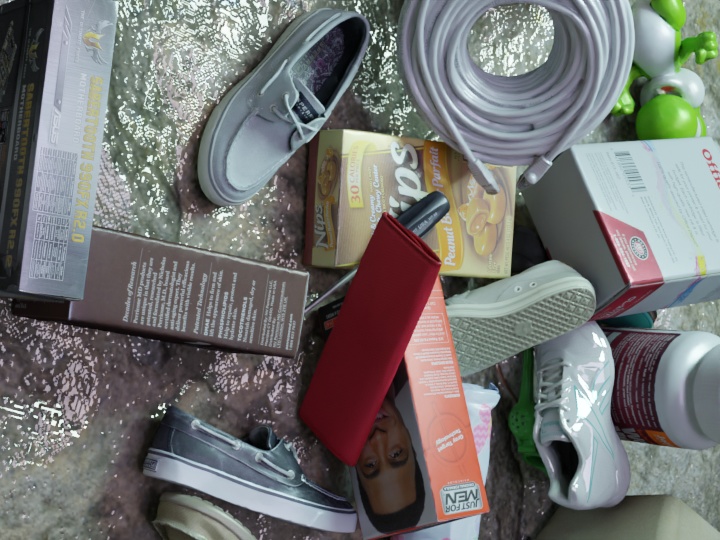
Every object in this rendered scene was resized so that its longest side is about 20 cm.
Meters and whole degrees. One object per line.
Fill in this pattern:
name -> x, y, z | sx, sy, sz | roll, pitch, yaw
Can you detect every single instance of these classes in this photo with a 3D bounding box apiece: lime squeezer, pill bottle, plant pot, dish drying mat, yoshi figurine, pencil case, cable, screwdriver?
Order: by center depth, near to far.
dish drying mat -> 0.007, 0.057, 1.155 | 0.018, 0.077, 0.201 | -1, 124, -42
screwdriver -> 0.000, 0.000, 1.179 | 0.200, 0.028, 0.029 | -42, 146, -19
cable -> 0.129, -0.189, 1.196 | 0.200, 0.069, 0.200 | -38, 109, 17
pencil case -> 0.070, 0.194, 1.260 | 0.082, 0.091, 0.202 | 7, 83, 6
plant pot -> 0.258, 0.320, 1.344 | 0.199, 0.199, 0.178 | 39, 59, -31
pill bottle -> 0.289, 0.110, 1.349 | 0.109, 0.199, 0.111 | -1, 91, -36
lime squeezer -> 0.171, 0.157, 1.372 | 0.201, 0.037, 0.071 | 70, 25, -14
yoshi figurine -> 0.292, -0.198, 1.414 | 0.112, 0.112, 0.201 | -33, 113, -17

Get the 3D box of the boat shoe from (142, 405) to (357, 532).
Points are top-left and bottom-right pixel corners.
boat shoe -> -0.079, 0.160, 1.157 | 0.199, 0.072, 0.068 | 24, 78, -28

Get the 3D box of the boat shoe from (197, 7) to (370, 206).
boat shoe -> -0.059, -0.138, 1.162 | 0.070, 0.071, 0.202 | 45, 65, -28

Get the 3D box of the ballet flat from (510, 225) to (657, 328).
ballet flat -> 0.216, 0.003, 1.380 | 0.199, 0.068, 0.069 | 20, 66, -36

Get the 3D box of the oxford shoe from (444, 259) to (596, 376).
oxford shoe -> 0.110, 0.043, 1.275 | 0.198, 0.058, 0.076 | -18, 127, -3

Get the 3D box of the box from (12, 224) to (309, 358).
box -> -0.148, 0.017, 1.080 | 0.199, 0.100, 0.076 | 14, 82, -36

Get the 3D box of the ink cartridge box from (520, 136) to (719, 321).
ink cartridge box -> 0.270, -0.041, 1.348 | 0.199, 0.083, 0.147 | -6, 66, -36

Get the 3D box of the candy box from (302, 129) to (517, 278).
candy box -> 0.046, -0.055, 1.253 | 0.199, 0.055, 0.117 | 3, 89, -37

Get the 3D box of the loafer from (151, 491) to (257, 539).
loafer -> -0.105, 0.259, 1.131 | 0.068, 0.075, 0.201 | -48, 118, -33

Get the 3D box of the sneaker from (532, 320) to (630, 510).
sneaker -> 0.193, 0.122, 1.316 | 0.080, 0.070, 0.202 | -3, 78, -46

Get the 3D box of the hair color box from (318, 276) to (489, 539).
hair color box -> 0.033, 0.113, 1.185 | 0.061, 0.101, 0.202 | -2, 74, -40

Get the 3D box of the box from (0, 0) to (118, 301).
box -> -0.231, -0.082, 0.979 | 0.048, 0.158, 0.202 | 9, 85, -37
